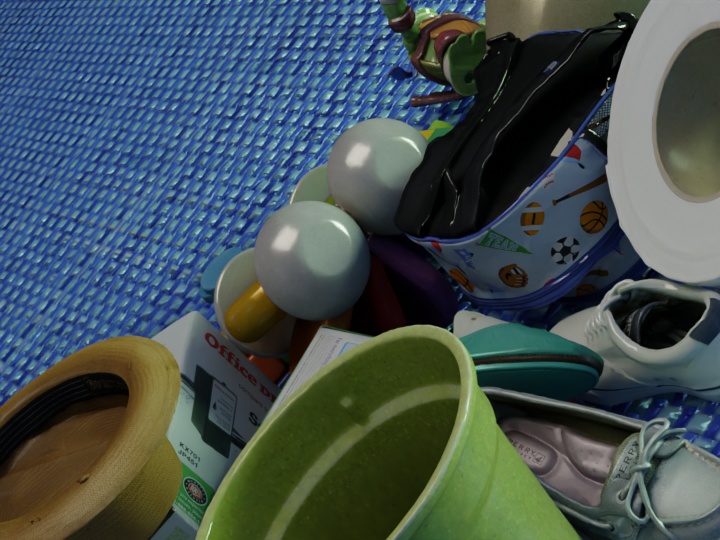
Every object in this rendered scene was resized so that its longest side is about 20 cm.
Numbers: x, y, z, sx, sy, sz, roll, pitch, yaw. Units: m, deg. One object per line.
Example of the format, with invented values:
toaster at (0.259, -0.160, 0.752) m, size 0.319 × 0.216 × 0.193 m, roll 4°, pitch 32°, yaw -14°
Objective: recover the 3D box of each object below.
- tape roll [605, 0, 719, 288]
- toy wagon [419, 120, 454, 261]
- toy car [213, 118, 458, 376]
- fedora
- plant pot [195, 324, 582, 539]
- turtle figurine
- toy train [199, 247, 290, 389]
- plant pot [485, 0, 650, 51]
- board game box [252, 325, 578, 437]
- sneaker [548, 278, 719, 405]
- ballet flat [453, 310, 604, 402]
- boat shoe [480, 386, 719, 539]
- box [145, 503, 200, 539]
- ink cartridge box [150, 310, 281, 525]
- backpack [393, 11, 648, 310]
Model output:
tape roll at (0.229, -0.087, 1.240) m, size 0.202 × 0.070 × 0.205 m, roll -20°, pitch 67°, yaw 58°
toy wagon at (0.035, -0.054, 1.672) m, size 0.156 × 0.040 × 0.199 m, roll -55°, pitch 26°, yaw -20°
toy car at (0.000, 0.000, 1.510) m, size 0.200 × 0.150 × 0.175 m, roll -50°, pitch 3°, yaw -23°
fedora at (-0.175, 0.133, 1.324) m, size 0.200 × 0.082 × 0.201 m, roll -30°, pitch 30°, yaw 19°
plant pot at (0.041, 0.165, 1.150) m, size 0.200 × 0.184 × 0.201 m, roll -36°, pitch 27°, yaw 22°
turtle figurine at (0.092, -0.220, 1.709) m, size 0.200 × 0.144 × 0.194 m, roll -49°, pitch 29°, yaw 6°
toy train at (-0.116, 0.088, 1.605) m, size 0.200 × 0.116 × 0.085 m, roll -49°, pitch 24°, yaw -6°
plant pot at (0.167, -0.218, 1.572) m, size 0.187 × 0.187 × 0.202 m, roll -9°, pitch 57°, yaw 54°
board game box at (0.021, 0.120, 1.345) m, size 0.199 × 0.040 × 0.154 m, roll 11°, pitch 58°, yaw 39°
sneaker at (0.170, 0.035, 1.276) m, size 0.199 × 0.071 × 0.073 m, roll -5°, pitch 47°, yaw 56°
ballet flat at (0.050, 0.062, 1.296) m, size 0.198 × 0.067 × 0.071 m, roll -19°, pitch 52°, yaw 18°
boat shoe at (0.134, 0.111, 1.195) m, size 0.201 × 0.065 × 0.075 m, roll 18°, pitch 65°, yaw 46°
box at (-0.140, 0.262, 1.342) m, size 0.200 × 0.144 × 0.036 m, roll -48°, pitch 25°, yaw -6°
ink cartridge box at (-0.108, 0.148, 1.465) m, size 0.083 × 0.147 × 0.201 m, roll -33°, pitch 28°, yaw 25°
backpack at (0.124, -0.062, 1.405) m, size 0.190 × 0.154 × 0.200 m, roll -45°, pitch 17°, yaw -17°
